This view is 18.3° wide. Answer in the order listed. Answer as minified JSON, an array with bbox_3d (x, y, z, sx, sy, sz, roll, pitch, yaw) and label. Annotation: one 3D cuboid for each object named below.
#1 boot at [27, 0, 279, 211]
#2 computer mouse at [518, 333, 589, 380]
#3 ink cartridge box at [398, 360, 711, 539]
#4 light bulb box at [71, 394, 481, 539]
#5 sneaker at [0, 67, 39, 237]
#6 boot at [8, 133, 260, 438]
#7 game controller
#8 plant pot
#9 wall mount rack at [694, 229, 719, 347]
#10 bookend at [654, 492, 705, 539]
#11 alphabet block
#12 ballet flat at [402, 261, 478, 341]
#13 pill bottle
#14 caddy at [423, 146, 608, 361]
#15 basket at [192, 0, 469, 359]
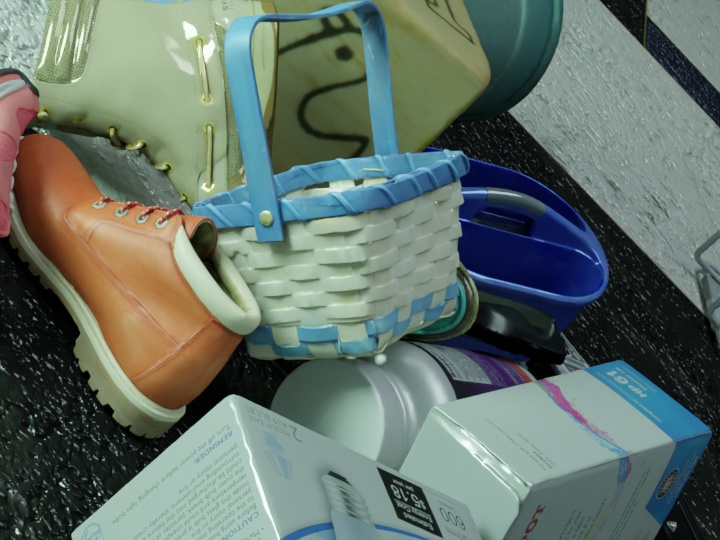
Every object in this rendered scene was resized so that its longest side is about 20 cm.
[{"bbox_3d":[-0.134,-0.075,1.397,0.154,0.202,0.073,5,2,-7],"label":"boot"},{"bbox_3d":[0.124,0.049,1.755,0.109,0.044,0.200,25,26,-55],"label":"computer mouse"},{"bbox_3d":[0.099,0.143,1.328,0.085,0.145,0.199,40,29,28],"label":"ink cartridge box"},{"bbox_3d":[-0.016,0.200,1.110,0.198,0.125,0.201,28,28,-43],"label":"light bulb box"},{"bbox_3d":[-0.222,-0.046,1.225,0.087,0.073,0.200,59,23,-10],"label":"sneaker"},{"bbox_3d":[-0.132,-0.016,1.276,0.200,0.107,0.075,55,24,20],"label":"boot"},{"bbox_3d":[0.043,0.025,1.508,0.199,0.042,0.104,16,6,41],"label":"game controller"},{"bbox_3d":[0.036,-0.219,1.849,0.201,0.200,0.196,55,30,15],"label":"plant pot"},{"bbox_3d":[0.416,0.051,2.271,0.174,0.074,0.200,41,23,-20],"label":"wall mount rack"},{"bbox_3d":[0.236,0.238,1.581,0.200,0.092,0.199,30,28,-42],"label":"bookend"},{"bbox_3d":[-0.055,-0.170,1.556,0.200,0.195,0.197,35,24,-29],"label":"alphabet block"},{"bbox_3d":[0.000,0.000,1.437,0.199,0.071,0.071,12,2,31],"label":"ballet flat"},{"bbox_3d":[0.031,0.100,1.385,0.200,0.111,0.112,10,44,-58],"label":"pill bottle"},{"bbox_3d":[0.090,-0.019,1.652,0.199,0.105,0.142,13,38,-30],"label":"caddy"},{"bbox_3d":[-0.020,-0.054,1.307,0.176,0.138,0.202,-18,106,-61],"label":"basket"}]
